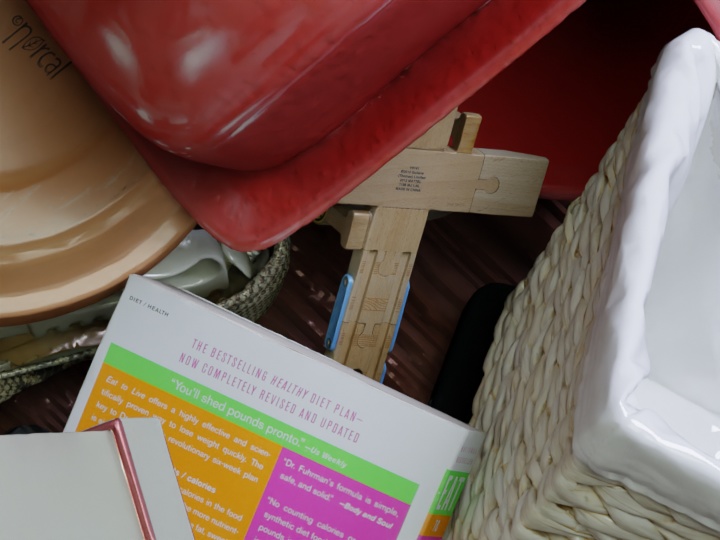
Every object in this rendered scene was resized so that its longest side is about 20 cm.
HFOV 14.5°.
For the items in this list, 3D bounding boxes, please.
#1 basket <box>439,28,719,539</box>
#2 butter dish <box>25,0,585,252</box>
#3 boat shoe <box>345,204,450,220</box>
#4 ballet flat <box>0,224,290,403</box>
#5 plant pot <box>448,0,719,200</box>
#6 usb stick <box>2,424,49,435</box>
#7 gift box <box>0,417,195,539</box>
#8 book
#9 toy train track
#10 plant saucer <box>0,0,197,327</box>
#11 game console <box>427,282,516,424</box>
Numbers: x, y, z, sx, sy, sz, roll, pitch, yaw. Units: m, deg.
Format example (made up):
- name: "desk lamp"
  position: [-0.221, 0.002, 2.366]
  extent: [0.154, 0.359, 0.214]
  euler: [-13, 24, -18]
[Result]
- name: "basket"
  position: [0.146, 0.065, 0.969]
  extent: [0.198, 0.161, 0.200]
  euler: [25, 43, -9]
- name: "butter dish"
  position: [-0.045, -0.124, 0.893]
  extent: [0.200, 0.148, 0.200]
  euler: [-38, 87, 21]
- name: "boat shoe"
  position: [-0.059, -0.060, 1.067]
  extent: [0.199, 0.067, 0.057]
  euler: [9, 79, -8]
- name: "ballet flat"
  position: [-0.118, 0.009, 1.030]
  extent: [0.199, 0.075, 0.068]
  euler: [-14, 78, -16]
- name: "plant pot"
  position: [0.073, -0.155, 1.065]
  extent: [0.200, 0.200, 0.178]
  euler: [25, 61, -6]
- name: "usb stick"
  position: [-0.177, 0.130, 1.007]
  extent: [0.200, 0.033, 0.056]
  euler: [-38, 88, -19]
- name: "gift box"
  position: [-0.150, 0.145, 0.887]
  extent: [0.199, 0.187, 0.185]
  euler: [-16, 82, 21]
- name: "book"
  position: [-0.056, 0.120, 0.975]
  extent: [0.133, 0.048, 0.201]
  euler: [25, 92, 19]
- name: "toy train track"
  position: [0.000, 0.000, 1.038]
  extent: [0.114, 0.033, 0.201]
  euler: [3, 112, -32]
- name: "plant saucer"
  position: [-0.134, -0.081, 0.991]
  extent: [0.199, 0.032, 0.201]
  euler: [2, 78, -10]
- name: "game console"
  position: [0.090, 0.132, 1.079]
  extent: [0.200, 0.117, 0.176]
  euler: [29, 41, -6]
